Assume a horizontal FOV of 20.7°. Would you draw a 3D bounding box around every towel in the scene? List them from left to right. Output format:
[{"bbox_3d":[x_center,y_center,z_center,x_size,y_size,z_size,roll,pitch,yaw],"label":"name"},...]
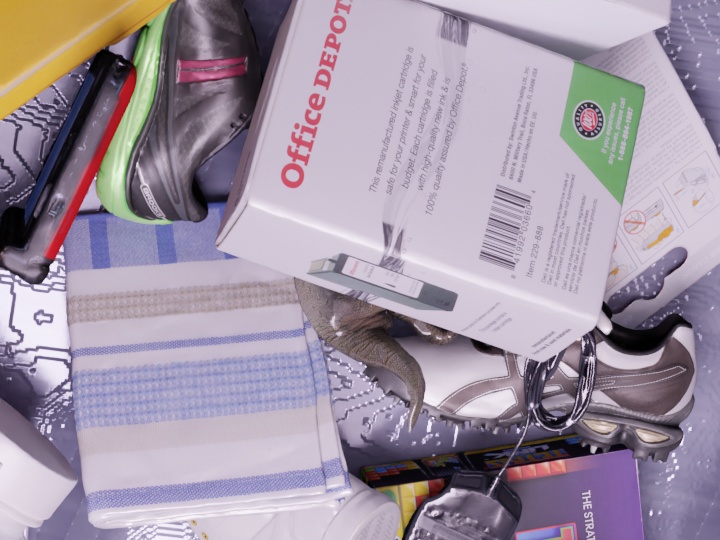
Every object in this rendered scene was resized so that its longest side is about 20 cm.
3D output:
[{"bbox_3d":[-0.091,0.049,1.113,0.146,0.024,0.201,-5,59,-10],"label":"towel"}]

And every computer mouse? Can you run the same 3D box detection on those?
[{"bbox_3d":[0.079,0.111,1.135,0.058,0.034,0.201,28,102,-8],"label":"computer mouse"}]

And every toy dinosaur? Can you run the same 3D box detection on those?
[{"bbox_3d":[0.000,0.000,1.121,0.102,0.077,0.201,1,73,-14],"label":"toy dinosaur"}]

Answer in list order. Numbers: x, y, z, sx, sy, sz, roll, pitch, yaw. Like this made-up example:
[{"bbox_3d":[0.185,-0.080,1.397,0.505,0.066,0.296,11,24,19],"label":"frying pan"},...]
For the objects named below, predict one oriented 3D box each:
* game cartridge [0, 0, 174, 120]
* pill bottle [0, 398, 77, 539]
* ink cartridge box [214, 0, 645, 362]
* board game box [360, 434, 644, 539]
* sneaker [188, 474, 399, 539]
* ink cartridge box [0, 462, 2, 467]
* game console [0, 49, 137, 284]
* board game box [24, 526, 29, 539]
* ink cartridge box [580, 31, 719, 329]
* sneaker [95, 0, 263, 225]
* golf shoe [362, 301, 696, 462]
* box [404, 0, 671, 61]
[{"bbox_3d":[-0.198,-0.169,1.045,0.200,0.032,0.176,-36,67,-17],"label":"game cartridge"},{"bbox_3d":[-0.253,0.158,1.067,0.114,0.114,0.200,42,89,-13],"label":"pill bottle"},{"bbox_3d":[0.038,-0.056,1.063,0.199,0.084,0.147,19,69,-10],"label":"ink cartridge box"},{"bbox_3d":[0.094,0.210,1.208,0.164,0.057,0.201,-8,100,-7],"label":"board game box"},{"bbox_3d":[-0.055,0.184,1.171,0.115,0.074,0.201,34,121,25],"label":"sneaker"},{"bbox_3d":[-0.308,0.099,1.007,0.176,0.200,0.084,-51,140,-2],"label":"ink cartridge box"},{"bbox_3d":[-0.207,-0.057,1.043,0.118,0.200,0.173,25,93,-12],"label":"game console"},{"bbox_3d":[-0.295,0.193,1.144,0.198,0.041,0.201,3,97,-11],"label":"board game box"},{"bbox_3d":[0.132,-0.058,1.193,0.162,0.050,0.200,-37,120,-4],"label":"ink cartridge box"},{"bbox_3d":[-0.086,-0.118,1.115,0.083,0.077,0.201,18,111,-10],"label":"sneaker"},{"bbox_3d":[0.102,0.048,1.164,0.199,0.078,0.095,9,112,-8],"label":"golf shoe"},{"bbox_3d":[0.100,-0.232,1.080,0.124,0.097,0.201,14,75,-27],"label":"box"}]
